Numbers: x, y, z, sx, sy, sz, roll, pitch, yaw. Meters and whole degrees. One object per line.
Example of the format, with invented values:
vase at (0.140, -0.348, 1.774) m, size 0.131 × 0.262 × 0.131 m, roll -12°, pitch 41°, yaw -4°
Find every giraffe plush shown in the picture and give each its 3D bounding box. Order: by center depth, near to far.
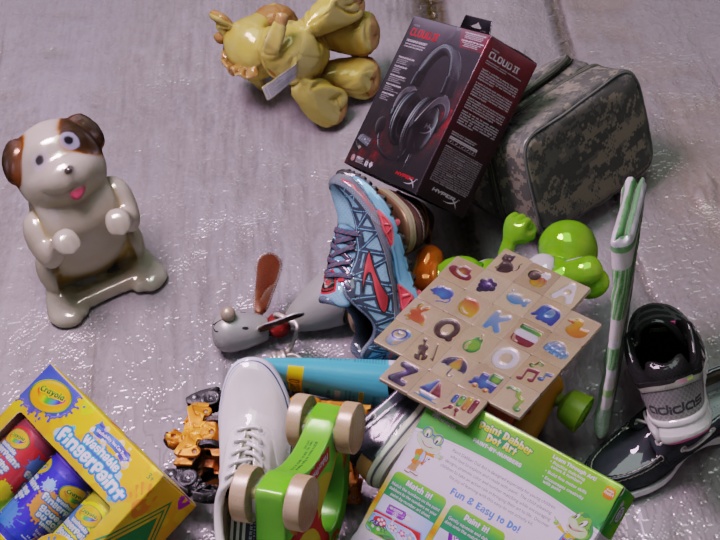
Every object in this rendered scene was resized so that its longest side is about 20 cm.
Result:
giraffe plush at (-0.094, -0.269, 1.800) m, size 0.199 × 0.173 × 0.162 m, roll -24°, pitch 31°, yaw -37°

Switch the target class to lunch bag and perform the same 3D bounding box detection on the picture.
lunch bag at (0.197, -0.145, 1.632) m, size 0.200 × 0.140 × 0.167 m, roll -35°, pitch 32°, yaw -24°

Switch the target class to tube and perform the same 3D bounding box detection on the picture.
tube at (-0.020, 0.106, 1.447) m, size 0.199 × 0.078 × 0.051 m, roll 6°, pitch 67°, yaw 2°

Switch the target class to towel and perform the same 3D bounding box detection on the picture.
towel at (0.239, 0.031, 1.368) m, size 0.023 × 0.201 × 0.153 m, roll 8°, pitch 29°, yaw 11°

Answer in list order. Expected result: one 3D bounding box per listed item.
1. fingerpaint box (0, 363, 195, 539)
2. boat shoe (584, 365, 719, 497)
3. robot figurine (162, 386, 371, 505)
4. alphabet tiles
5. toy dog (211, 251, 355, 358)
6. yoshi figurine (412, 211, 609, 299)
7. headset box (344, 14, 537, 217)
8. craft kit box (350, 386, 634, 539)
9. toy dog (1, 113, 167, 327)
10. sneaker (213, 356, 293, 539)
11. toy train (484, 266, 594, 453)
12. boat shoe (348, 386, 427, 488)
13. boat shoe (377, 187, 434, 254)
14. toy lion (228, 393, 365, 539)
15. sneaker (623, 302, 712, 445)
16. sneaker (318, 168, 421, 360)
fingerpaint box at (-0.281, 0.210, 1.373) m, size 0.167 × 0.073 × 0.200 m, roll -46°, pitch 52°, yaw -9°
boat shoe at (0.288, 0.144, 1.366) m, size 0.199 × 0.061 × 0.076 m, roll -29°, pitch 47°, yaw -18°
robot figurine at (-0.092, 0.174, 1.415) m, size 0.199 × 0.058 × 0.145 m, roll 2°, pitch 45°, yaw 12°
alphabet tiles at (0.116, 0.058, 1.350) m, size 0.166 × 0.006 × 0.200 m, roll 26°, pitch 54°, yaw 31°
toy dog at (-0.056, 0.026, 1.529) m, size 0.200 × 0.097 × 0.132 m, roll -31°, pitch 47°, yaw -19°
yoshi figurine at (0.159, 0.000, 1.481) m, size 0.199 × 0.112 × 0.113 m, roll -7°, pitch 82°, yaw 30°
headset box at (0.087, -0.175, 1.562) m, size 0.149 × 0.077 × 0.201 m, roll 30°, pitch 96°, yaw 54°
craft kit box at (0.102, 0.230, 1.270) m, size 0.199 × 0.048 × 0.198 m, roll 27°, pitch 85°, yaw 31°
toy dog at (-0.309, -0.075, 1.608) m, size 0.139 × 0.201 × 0.194 m, roll -17°, pitch 45°, yaw -7°
sneaker at (-0.096, 0.177, 1.325) m, size 0.073 × 0.071 × 0.201 m, roll -3°, pitch 83°, yaw 4°
toy train at (0.169, 0.106, 1.375) m, size 0.115 × 0.085 × 0.201 m, roll 28°, pitch 83°, yaw 19°
boat shoe at (0.056, 0.114, 1.375) m, size 0.062 × 0.075 × 0.200 m, roll 33°, pitch 67°, yaw 24°
boat shoe at (0.045, -0.056, 1.571) m, size 0.072 × 0.073 × 0.200 m, roll -7°, pitch 6°, yaw -13°
toy lion at (-0.053, 0.232, 1.266) m, size 0.068 × 0.193 × 0.200 m, roll 7°, pitch 26°, yaw 17°
sneaker at (0.279, 0.071, 1.347) m, size 0.073 × 0.088 × 0.200 m, roll -12°, pitch 26°, yaw 12°
sneaker at (0.000, 0.000, 1.459) m, size 0.095 × 0.201 × 0.079 m, roll -22°, pitch 6°, yaw -18°
